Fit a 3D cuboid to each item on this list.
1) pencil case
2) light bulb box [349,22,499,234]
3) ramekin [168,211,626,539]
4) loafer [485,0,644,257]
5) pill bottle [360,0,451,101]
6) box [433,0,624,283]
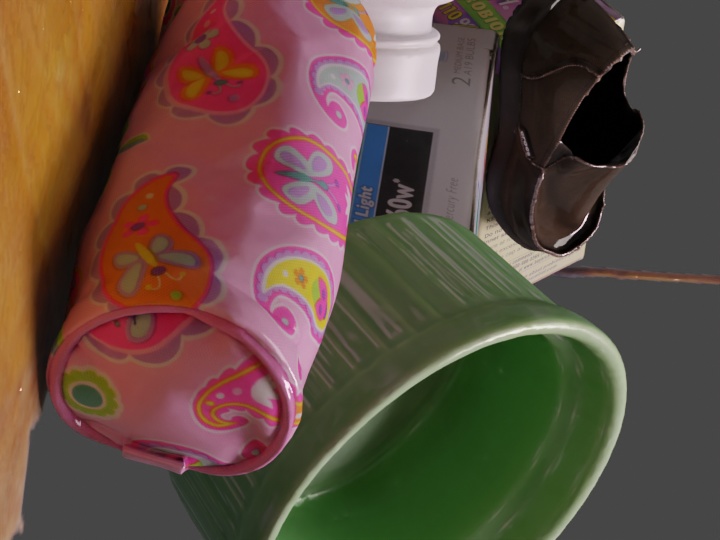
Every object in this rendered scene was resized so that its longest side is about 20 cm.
[{"bbox_3d":[-0.045,-0.025,0.690,0.201,0.087,0.088,-81,176,-46],"label":"pencil case"},{"bbox_3d":[0.000,0.000,1.095,0.201,0.124,0.199,94,4,-48],"label":"light bulb box"},{"bbox_3d":[0.011,0.071,0.896,0.098,0.199,0.201,48,-30,35],"label":"ramekin"},{"bbox_3d":[0.115,-0.068,1.116,0.073,0.071,0.201,-40,149,-20],"label":"loafer"},{"bbox_3d":[0.004,-0.185,0.936,0.111,0.110,0.202,-70,167,-74],"label":"pill bottle"},{"bbox_3d":[0.059,-0.110,1.247,0.176,0.096,0.201,48,-30,33],"label":"box"}]
